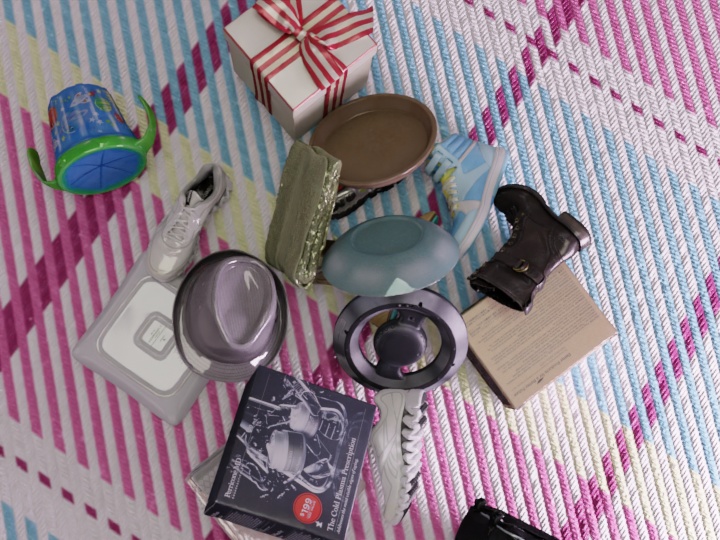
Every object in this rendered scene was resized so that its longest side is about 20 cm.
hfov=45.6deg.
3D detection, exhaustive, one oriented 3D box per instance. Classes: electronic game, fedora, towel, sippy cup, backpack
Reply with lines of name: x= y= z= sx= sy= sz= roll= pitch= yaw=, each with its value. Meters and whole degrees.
electronic game: x=0.059 y=0.105 z=1.262 sx=0.199 sy=0.042 sz=0.200 roll=1 pitch=122 yaw=2
fedora: x=-0.181 y=0.059 z=1.256 sx=0.176 sy=0.090 sz=0.201 roll=16 pitch=71 yaw=-17
towel: x=-0.119 y=0.308 z=1.242 sx=0.200 sy=0.032 sz=0.191 roll=-39 pitch=84 yaw=-29
sippy cup: x=-0.406 y=-0.203 z=1.289 sx=0.177 sy=0.140 sz=0.131 roll=-13 pitch=71 yaw=-30
backpack: x=0.239 y=0.432 z=1.209 sx=0.200 sy=0.178 sz=0.151 roll=23 pitch=84 yaw=-10
towel: x=-0.089 y=-0.086 z=1.264 sx=0.036 sy=0.148 sz=0.201 roll=8 pitch=103 yaw=-31

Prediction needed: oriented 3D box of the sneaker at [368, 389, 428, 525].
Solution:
sneaker: x=0.049 y=0.271 z=1.265 sx=0.081 sy=0.075 sz=0.201 roll=7 pitch=90 yaw=13

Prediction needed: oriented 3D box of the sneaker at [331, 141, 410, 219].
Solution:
sneaker: x=0.008 y=-0.163 z=1.334 sx=0.200 sy=0.077 sz=0.085 roll=-32 pitch=71 yaw=-12

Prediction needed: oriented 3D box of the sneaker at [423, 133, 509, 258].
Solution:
sneaker: x=0.140 y=-0.123 z=1.327 sx=0.130 sy=0.080 sz=0.200 roll=24 pitch=66 yaw=-2

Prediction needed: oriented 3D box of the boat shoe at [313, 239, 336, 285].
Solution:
boat shoe: x=0.000 y=0.000 z=1.280 sx=0.200 sy=0.073 sz=0.063 roll=13 pitch=121 yaw=30

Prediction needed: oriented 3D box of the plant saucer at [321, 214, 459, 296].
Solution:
plant saucer: x=0.040 y=-0.035 z=1.222 sx=0.200 sy=0.201 sz=0.039 roll=-12 pitch=122 yaw=-5

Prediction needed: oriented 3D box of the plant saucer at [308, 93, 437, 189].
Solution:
plant saucer: x=0.020 y=-0.194 z=1.305 sx=0.199 sy=0.030 sz=0.200 roll=-8 pitch=51 yaw=10

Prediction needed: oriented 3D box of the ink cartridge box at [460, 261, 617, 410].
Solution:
ink cartridge box: x=0.258 y=0.089 z=1.309 sx=0.200 sy=0.075 sz=0.165 roll=-35 pitch=87 yaw=-9

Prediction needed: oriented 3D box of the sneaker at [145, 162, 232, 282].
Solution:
sneaker: x=-0.263 y=-0.077 z=1.291 sx=0.075 sy=0.081 sz=0.200 roll=27 pitch=76 yaw=-2

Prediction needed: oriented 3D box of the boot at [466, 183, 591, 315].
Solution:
boot: x=0.224 y=-0.035 z=1.279 sx=0.174 sy=0.069 sz=0.200 roll=-40 pitch=46 yaw=-14

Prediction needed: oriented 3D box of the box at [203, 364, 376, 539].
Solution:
box: x=-0.096 y=0.263 z=1.192 sx=0.182 sy=0.104 sz=0.200 roll=20 pitch=61 yaw=-9

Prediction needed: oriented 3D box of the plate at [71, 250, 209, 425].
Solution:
plate: x=-0.303 y=0.100 z=1.295 sx=0.200 sy=0.032 sz=0.200 roll=34 pitch=81 yaw=1

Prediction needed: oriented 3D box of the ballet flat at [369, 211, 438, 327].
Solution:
ballet flat: x=0.056 y=-0.010 z=1.318 sx=0.063 sy=0.069 sz=0.200 roll=22 pitch=80 yaw=14

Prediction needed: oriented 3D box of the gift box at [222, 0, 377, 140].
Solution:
gift box: x=-0.085 y=-0.339 z=1.294 sx=0.185 sy=0.187 sz=0.200 roll=45 pitch=83 yaw=3
